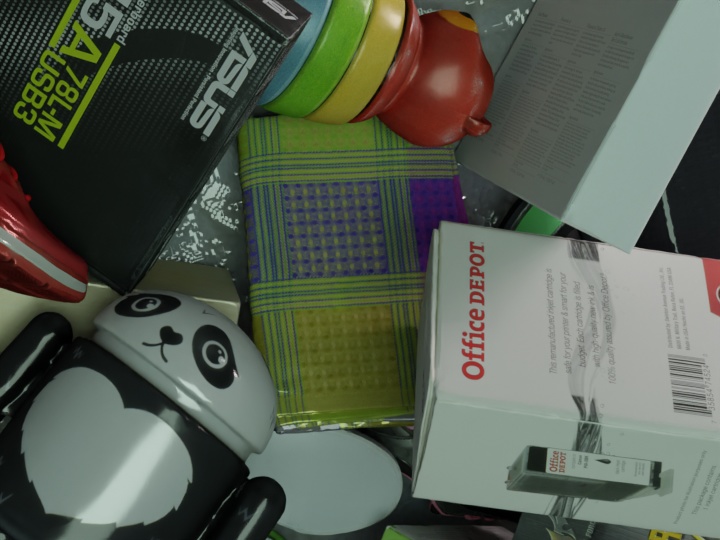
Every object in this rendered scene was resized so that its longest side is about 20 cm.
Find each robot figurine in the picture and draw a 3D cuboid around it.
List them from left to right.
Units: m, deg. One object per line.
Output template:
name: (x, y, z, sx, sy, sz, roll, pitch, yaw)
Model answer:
robot figurine: (-0.133, 0.105, 0.927, 0.150, 0.125, 0.200, 43, 78, -26)

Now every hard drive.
hard drive: (0.256, -0.063, 1.080, 0.199, 0.042, 0.136, -13, 95, -22)

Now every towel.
towel: (0.000, 0.000, 1.027, 0.143, 0.023, 0.201, -4, 75, -14)

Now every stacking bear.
stacking bear: (-0.011, -0.136, 0.993, 0.199, 0.121, 0.114, 23, 103, -21)

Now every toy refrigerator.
toy refrigerator: (-0.178, 0.029, 1.010, 0.199, 0.070, 0.076, 8, 107, -14)

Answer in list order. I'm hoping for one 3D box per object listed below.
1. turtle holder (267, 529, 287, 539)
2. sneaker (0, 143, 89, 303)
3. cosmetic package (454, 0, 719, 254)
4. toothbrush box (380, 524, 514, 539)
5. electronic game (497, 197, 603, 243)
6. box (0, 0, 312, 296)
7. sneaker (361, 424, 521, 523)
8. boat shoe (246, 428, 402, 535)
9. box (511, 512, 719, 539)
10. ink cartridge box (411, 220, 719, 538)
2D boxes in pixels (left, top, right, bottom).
turtle holder: (-0.097, 0.209, 1.035, 0.141, 0.132, 0.186, -31, 108, -5)
sneaker: (-0.199, -0.069, 0.897, 0.200, 0.078, 0.116, 41, 65, -46)
cosmetic package: (0.135, -0.105, 0.984, 0.051, 0.200, 0.151, 24, 96, -18)
toothbrush box: (0.049, 0.267, 1.072, 0.145, 0.086, 0.201, 14, 101, -55)
electronic game: (0.172, 0.018, 1.104, 0.199, 0.042, 0.201, -3, 103, -12)
box: (-0.155, -0.114, 0.925, 0.193, 0.048, 0.200, 37, 123, 0)
sneaker: (0.087, 0.130, 1.087, 0.199, 0.079, 0.096, 31, 127, -7)
boat shoe: (-0.074, 0.116, 1.051, 0.199, 0.070, 0.071, 4, 103, -13)
box: (0.183, 0.133, 0.999, 0.158, 0.048, 0.200, 17, 55, 14)
ink cartridge box: (0.130, 0.060, 0.943, 0.199, 0.147, 0.083, 8, 131, -2)
